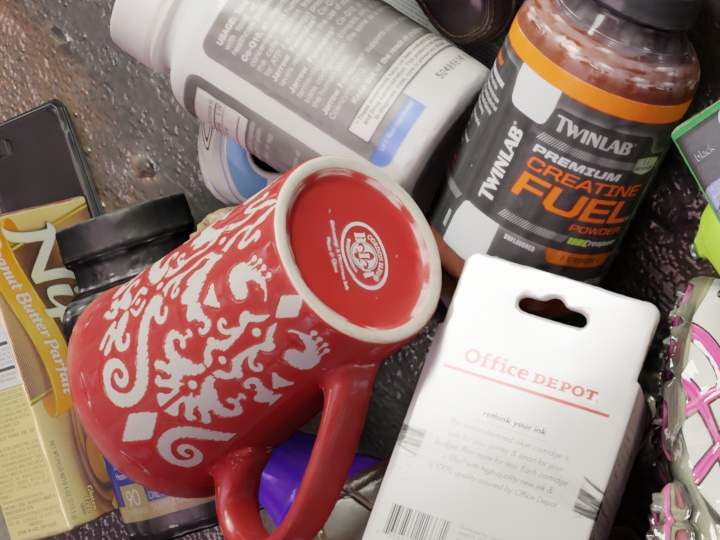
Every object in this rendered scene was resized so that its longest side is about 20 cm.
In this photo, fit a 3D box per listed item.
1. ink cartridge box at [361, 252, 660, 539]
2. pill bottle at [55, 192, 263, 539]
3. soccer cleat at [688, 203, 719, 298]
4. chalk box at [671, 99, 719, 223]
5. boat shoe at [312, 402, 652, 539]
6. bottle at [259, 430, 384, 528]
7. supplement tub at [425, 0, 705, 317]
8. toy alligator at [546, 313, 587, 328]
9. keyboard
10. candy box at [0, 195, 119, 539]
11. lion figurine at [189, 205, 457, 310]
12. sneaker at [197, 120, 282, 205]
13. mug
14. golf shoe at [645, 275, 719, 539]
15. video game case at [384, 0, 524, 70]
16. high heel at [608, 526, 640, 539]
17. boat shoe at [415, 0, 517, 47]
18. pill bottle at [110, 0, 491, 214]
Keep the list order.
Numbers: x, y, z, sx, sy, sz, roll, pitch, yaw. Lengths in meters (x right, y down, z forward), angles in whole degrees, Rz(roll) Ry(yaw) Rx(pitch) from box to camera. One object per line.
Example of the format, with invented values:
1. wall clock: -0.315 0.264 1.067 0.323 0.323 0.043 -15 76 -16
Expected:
1. ink cartridge box: 0.080 0.105 1.350 0.115 0.067 0.201 17 78 17
2. pill bottle: -0.120 0.059 1.584 0.112 0.112 0.201 -18 91 38
3. soccer cleat: 0.249 0.035 1.332 0.081 0.067 0.200 -38 76 30
4. chalk box: 0.246 -0.050 1.225 0.124 0.200 0.124 -34 80 37
5. boat shoe: 0.067 0.115 1.426 0.202 0.075 0.075 -21 72 3
6. bottle: 0.011 0.151 1.500 0.200 0.065 0.084 31 153 8
7. supplement tub: 0.115 -0.081 1.377 0.107 0.107 0.201 37 121 24
8. toy alligator: 0.082 0.065 1.476 0.200 0.059 0.054 -39 32 43
9. keyboard: -0.209 -0.003 1.696 0.127 0.021 0.201 -18 89 33
10. candy box: -0.198 0.061 1.621 0.055 0.115 0.201 -18 90 31
11. lion figurine: 0.000 0.000 1.508 0.199 0.072 0.123 -18 85 17
12. sneaker: -0.068 -0.139 1.528 0.072 0.072 0.201 -4 99 26
13. mug: -0.041 0.044 1.392 0.178 0.133 0.200 52 136 -2
14. golf shoe: 0.198 0.098 1.353 0.092 0.073 0.201 3 64 6
15. video game case: 0.054 -0.155 1.461 0.143 0.018 0.201 34 120 27
16. high heel: 0.068 0.198 1.398 0.199 0.096 0.068 -16 102 7
17. boat shoe: 0.018 -0.212 1.416 0.074 0.073 0.201 -33 80 37
18. pill bottle: -0.035 -0.115 1.431 0.200 0.114 0.114 34 120 12
